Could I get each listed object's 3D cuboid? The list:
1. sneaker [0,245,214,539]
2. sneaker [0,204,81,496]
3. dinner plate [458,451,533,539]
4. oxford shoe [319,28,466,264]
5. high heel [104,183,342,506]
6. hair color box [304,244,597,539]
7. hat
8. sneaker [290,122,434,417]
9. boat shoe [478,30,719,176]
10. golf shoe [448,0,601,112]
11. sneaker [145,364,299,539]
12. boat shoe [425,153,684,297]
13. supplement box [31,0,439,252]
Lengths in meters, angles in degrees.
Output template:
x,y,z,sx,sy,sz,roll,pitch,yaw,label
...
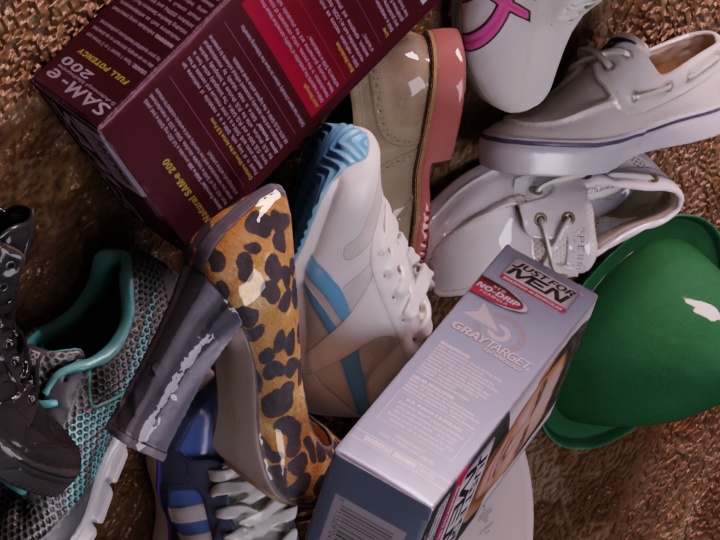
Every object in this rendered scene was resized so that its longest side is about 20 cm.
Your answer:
x,y,z,sx,sy,sz,roll,pitch,yaw,label
-0.153,0.070,1.218,0.200,0.078,0.091,-56,140,-13,sneaker
-0.178,0.014,1.119,0.104,0.060,0.200,-46,117,5,sneaker
0.065,0.144,1.399,0.200,0.024,0.201,9,80,-64,dinner plate
0.002,-0.047,1.309,0.075,0.071,0.200,3,126,-12,oxford shoe
-0.029,0.041,1.225,0.200,0.071,0.143,23,96,-54,high heel
0.046,0.084,1.268,0.200,0.061,0.099,-48,162,-46,hair color box
0.237,0.069,1.536,0.200,0.176,0.166,-53,143,-1,hat
0.000,0.000,1.264,0.081,0.077,0.200,6,140,0,sneaker
0.143,-0.102,1.403,0.200,0.071,0.070,-15,113,-39,boat shoe
0.102,-0.165,1.287,0.073,0.092,0.200,-20,133,-37,golf shoe
-0.048,0.149,1.320,0.080,0.146,0.200,-20,132,-36,sneaker
0.109,-0.027,1.412,0.200,0.069,0.071,-25,134,-35,boat shoe
-0.052,-0.118,1.183,0.200,0.061,0.109,-46,141,-12,supplement box
